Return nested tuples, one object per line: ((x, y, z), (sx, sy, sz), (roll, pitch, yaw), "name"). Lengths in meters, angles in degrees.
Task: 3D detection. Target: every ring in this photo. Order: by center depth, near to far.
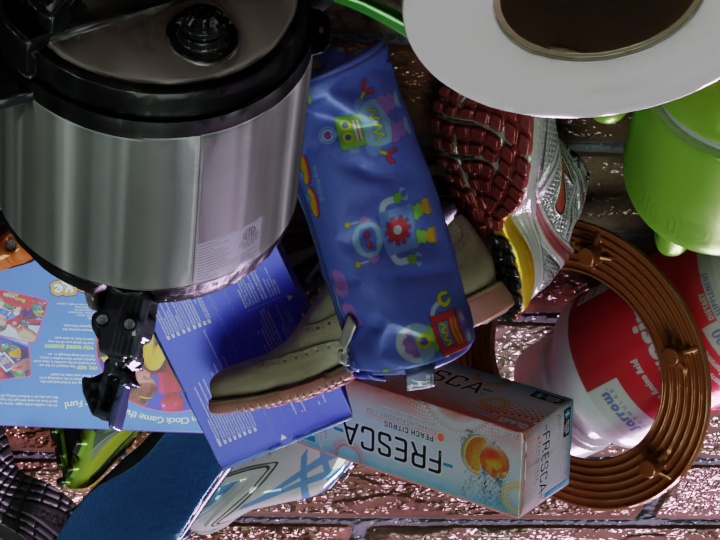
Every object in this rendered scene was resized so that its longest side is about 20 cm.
((0.137, 0.064, 1.692), (0.019, 0.201, 0.200), (-25, 170, -48), "ring")

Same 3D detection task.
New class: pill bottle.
((0.202, 0.049, 1.728), (0.112, 0.113, 0.199), (26, 136, -38), "pill bottle")

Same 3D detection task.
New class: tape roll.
((0.114, -0.192, 1.323), (0.201, 0.140, 0.203), (-4, 147, -2), "tape roll")

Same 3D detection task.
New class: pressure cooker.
((-0.108, -0.106, 1.384), (0.177, 0.177, 0.201), (16, 138, 7), "pressure cooker")

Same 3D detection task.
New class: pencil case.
((0.003, -0.030, 1.508), (0.086, 0.202, 0.078), (-21, -172, -27), "pencil case")

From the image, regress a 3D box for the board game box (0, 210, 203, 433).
((-0.161, 0.035, 1.672), (0.198, 0.045, 0.135), (3, 118, -12), "board game box")

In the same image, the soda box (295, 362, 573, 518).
((0.040, 0.098, 1.724), (0.199, 0.068, 0.064), (17, 117, 32), "soda box")

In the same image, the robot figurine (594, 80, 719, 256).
((0.216, -0.088, 1.515), (0.174, 0.116, 0.201), (5, 147, 1), "robot figurine")

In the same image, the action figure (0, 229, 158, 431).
((-0.163, -0.014, 1.506), (0.192, 0.202, 0.105), (4, 169, 9), "action figure")

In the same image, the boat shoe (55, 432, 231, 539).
((-0.132, 0.153, 1.825), (0.200, 0.084, 0.069), (-41, 180, 10), "boat shoe")

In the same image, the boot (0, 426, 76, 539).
((-0.301, 0.149, 1.860), (0.131, 0.070, 0.200), (-4, 133, 39), "boot")

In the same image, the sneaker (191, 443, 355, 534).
((-0.070, 0.130, 1.861), (0.199, 0.072, 0.072), (-29, 133, 27), "sneaker")

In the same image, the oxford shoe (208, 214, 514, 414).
((-0.009, 0.030, 1.596), (0.199, 0.074, 0.071), (-24, -179, 3), "oxford shoe")

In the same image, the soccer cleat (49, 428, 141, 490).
((-0.164, 0.099, 1.807), (0.083, 0.065, 0.200), (-4, 151, -24), "soccer cleat")

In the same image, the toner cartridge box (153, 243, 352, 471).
((-0.084, 0.022, 1.627), (0.094, 0.043, 0.201), (-21, 120, 3), "toner cartridge box")

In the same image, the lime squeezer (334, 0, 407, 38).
((0.074, -0.149, 1.491), (0.198, 0.038, 0.071), (-5, 116, 2), "lime squeezer")

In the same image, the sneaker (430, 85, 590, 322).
((0.095, -0.066, 1.589), (0.082, 0.078, 0.201), (-39, 146, -30), "sneaker")

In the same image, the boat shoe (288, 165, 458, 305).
((0.000, 0.000, 1.674), (0.075, 0.062, 0.199), (26, 136, -36), "boat shoe")
